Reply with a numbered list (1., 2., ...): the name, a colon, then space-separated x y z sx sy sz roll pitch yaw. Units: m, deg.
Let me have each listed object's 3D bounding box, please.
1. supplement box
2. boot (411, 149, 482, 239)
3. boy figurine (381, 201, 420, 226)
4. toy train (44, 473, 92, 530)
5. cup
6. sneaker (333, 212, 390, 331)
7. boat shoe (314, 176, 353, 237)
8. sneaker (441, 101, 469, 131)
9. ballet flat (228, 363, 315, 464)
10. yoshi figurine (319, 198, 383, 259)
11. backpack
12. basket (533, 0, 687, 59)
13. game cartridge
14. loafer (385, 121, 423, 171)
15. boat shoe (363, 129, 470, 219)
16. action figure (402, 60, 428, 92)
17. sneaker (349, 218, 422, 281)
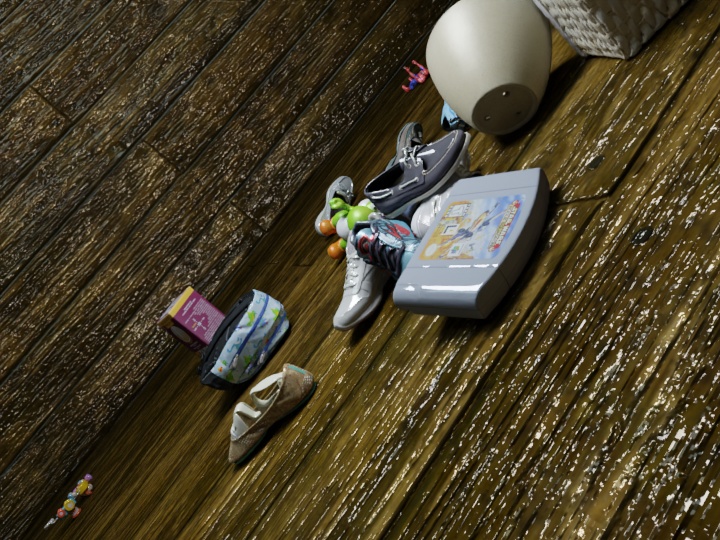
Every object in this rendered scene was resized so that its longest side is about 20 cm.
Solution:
1. supplement box: -0.452 0.159 1.602 0.130 0.199 0.104 -29 24 51
2. boot: 0.146 -0.124 0.831 0.095 0.073 0.202 -20 40 50
3. boy figurine: 0.092 -0.150 1.040 0.124 0.064 0.202 -35 23 50
4. toy train: -0.922 0.747 1.836 0.150 0.055 0.201 -46 12 20
5. cup: 0.207 -0.297 0.873 0.199 0.198 0.146 -36 47 41
6. sneaker: 0.000 0.000 0.871 0.074 0.099 0.202 -21 33 56
7. boat shoe: -0.060 -0.180 1.550 0.064 0.074 0.204 -22 35 48
8. sneaker: 0.215 -0.314 1.109 0.200 0.077 0.091 -172 103 -77
9. ballet flat: -0.151 0.211 0.861 0.200 0.065 0.071 -46 15 13
10. yoshi figurine: -0.018 -0.091 1.160 0.199 0.111 0.114 -27 42 51
11. backpack: -0.240 0.139 1.189 0.163 0.151 0.203 -127 57 -77
12. basket: 0.329 -0.416 0.734 0.198 0.199 0.161 -45 17 17
13. game cartridge: 0.130 -0.036 0.630 0.132 0.042 0.201 -6 44 49
14. loafer: 0.114 -0.256 1.259 0.062 0.072 0.202 -8 47 38
15. boat shoe: 0.076 -0.143 0.822 0.199 0.062 0.074 -36 29 48
16. action figure: 0.192 -0.727 2.101 0.066 0.099 0.200 -51 17 -6
17. sneaker: 0.037 -0.019 0.758 0.200 0.094 0.081 -135 57 -66
